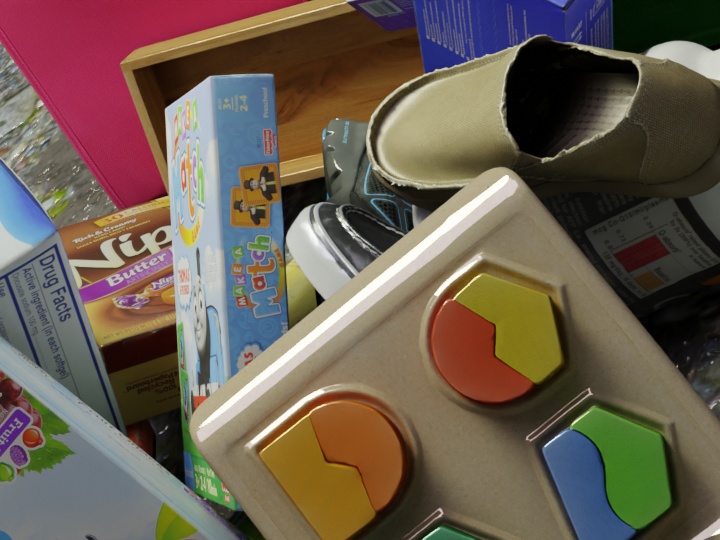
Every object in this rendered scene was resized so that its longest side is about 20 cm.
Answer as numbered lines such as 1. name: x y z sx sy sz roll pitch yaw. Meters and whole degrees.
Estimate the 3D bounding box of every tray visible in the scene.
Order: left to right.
1. tray: -0.033 -0.106 1.394 0.200 0.099 0.037 -12 19 22

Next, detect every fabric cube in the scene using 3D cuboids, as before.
1. fabric cube: -0.097 -0.191 1.508 0.199 0.196 0.200 -25 19 28

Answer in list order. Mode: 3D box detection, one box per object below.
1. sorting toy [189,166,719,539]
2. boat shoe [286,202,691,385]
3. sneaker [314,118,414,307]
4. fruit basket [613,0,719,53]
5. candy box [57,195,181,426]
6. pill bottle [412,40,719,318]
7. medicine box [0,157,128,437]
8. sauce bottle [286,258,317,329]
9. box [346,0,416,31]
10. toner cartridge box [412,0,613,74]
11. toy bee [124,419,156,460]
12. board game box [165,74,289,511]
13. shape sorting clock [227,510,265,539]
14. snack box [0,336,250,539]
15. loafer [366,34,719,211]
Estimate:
1. sorting toy: 0.049 0.083 1.002 0.185 0.200 0.036 -39 -12 4
2. boat shoe: 0.059 0.018 1.060 0.072 0.200 0.068 -22 -35 -61
3. sneaker: 0.019 -0.013 1.189 0.082 0.073 0.200 -2 41 4
4. fruit basket: 0.167 -0.223 1.296 0.215 0.156 0.216 -30 31 21
5. candy box: -0.122 0.018 1.376 0.117 0.057 0.200 -18 22 -17
6. pill bottle: 0.134 -0.040 1.119 0.200 0.116 0.116 -26 31 27
7. medicine box: -0.237 0.063 1.200 0.200 0.182 0.103 -31 49 -18
8. sauce bottle: 0.000 0.000 1.283 0.200 0.066 0.066 -48 28 -19
9. box: 0.090 -0.205 1.235 0.200 0.039 0.137 -4 64 45
10. toner cartridge box: 0.078 -0.112 1.189 0.095 0.200 0.043 31 71 19
11. toy bee: -0.206 0.141 1.330 0.200 0.109 0.131 2 36 19
12. board game box: -0.064 0.012 1.147 0.037 0.200 0.151 -2 -1 -12
13. shape sorting clock: -0.005 0.116 1.151 0.200 0.039 0.200 -42 23 22
14. snack box: -0.178 0.160 1.132 0.200 0.169 0.068 -48 9 6
15. loafer: 0.076 -0.071 1.053 0.200 0.067 0.076 -4 62 40
